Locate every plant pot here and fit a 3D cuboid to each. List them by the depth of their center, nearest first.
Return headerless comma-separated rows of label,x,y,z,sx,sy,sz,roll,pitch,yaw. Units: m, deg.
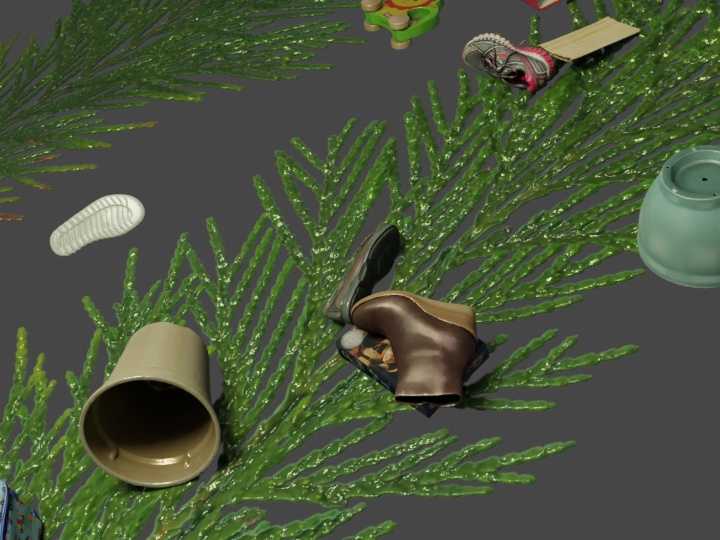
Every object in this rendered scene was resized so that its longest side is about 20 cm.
plant pot,0.502,-0.095,1.345,0.197,0.135,0.202,-12,42,11
plant pot,-0.297,0.182,1.369,0.197,0.203,0.184,-15,30,7

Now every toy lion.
toy lion,0.112,-0.586,2.072,0.190,0.069,0.200,-26,42,-16

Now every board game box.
board game box,0.075,0.118,1.377,0.135,0.035,0.199,-41,46,-21

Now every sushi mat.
sushi mat,0.443,-0.449,1.789,0.198,0.012,0.095,-26,42,-26

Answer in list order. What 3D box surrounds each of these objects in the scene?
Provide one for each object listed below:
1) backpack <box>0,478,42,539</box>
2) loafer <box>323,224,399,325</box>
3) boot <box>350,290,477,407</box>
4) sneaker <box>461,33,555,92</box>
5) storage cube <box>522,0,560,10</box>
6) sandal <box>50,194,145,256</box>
backpack,-0.543,0.365,1.255,0.133,0.202,0.184,-17,41,5
loafer,0.000,0.000,1.506,0.062,0.072,0.201,4,50,33
boot,0.064,0.111,1.307,0.197,0.073,0.168,2,45,18
sneaker,0.278,-0.404,1.795,0.198,0.081,0.075,23,60,37
storage cube,0.391,-0.685,1.955,0.169,0.202,0.180,-26,35,-4
sandal,-0.519,-0.092,1.823,0.200,0.084,0.050,-21,-1,3
